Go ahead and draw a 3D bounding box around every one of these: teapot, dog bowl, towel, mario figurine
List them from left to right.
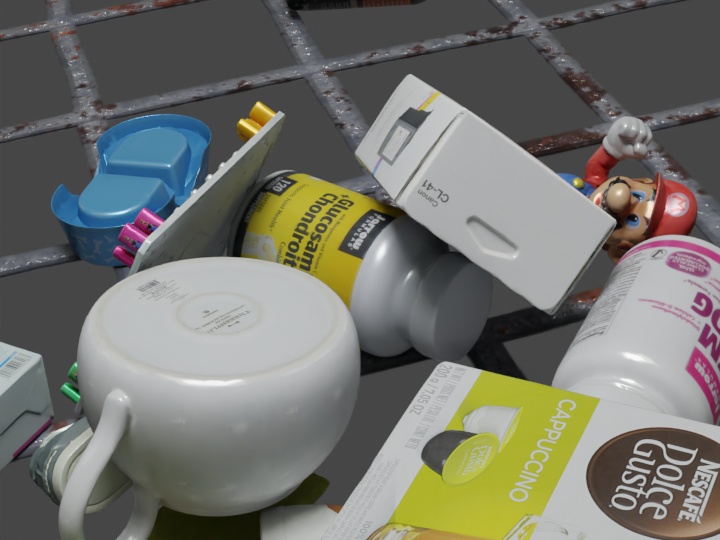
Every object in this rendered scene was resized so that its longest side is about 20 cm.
[{"bbox_3d":[-0.203,-0.074,1.294,0.110,0.050,0.201,5,37,15],"label":"dog bowl"},{"bbox_3d":[-0.108,0.188,0.935,0.085,0.018,0.200,21,41,25],"label":"towel"},{"bbox_3d":[-0.093,0.093,0.923,0.197,0.148,0.198,-1,27,-9],"label":"teapot"},{"bbox_3d":[0.177,-0.060,1.165,0.197,0.125,0.106,7,23,24],"label":"mario figurine"}]

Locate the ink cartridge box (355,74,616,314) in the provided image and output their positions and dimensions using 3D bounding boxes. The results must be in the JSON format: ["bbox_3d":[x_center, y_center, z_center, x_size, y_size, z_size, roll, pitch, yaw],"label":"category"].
[{"bbox_3d":[0.086,-0.062,1.050,0.147,0.086,0.200,34,6,-16],"label":"ink cartridge box"}]

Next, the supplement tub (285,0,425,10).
[{"bbox_3d":[0.009,-0.363,1.617,0.197,0.124,0.123,-3,34,3],"label":"supplement tub"}]

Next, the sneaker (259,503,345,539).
[{"bbox_3d":[-0.014,0.206,0.842,0.083,0.074,0.201,-9,34,-2],"label":"sneaker"}]

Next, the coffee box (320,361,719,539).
[{"bbox_3d":[0.096,0.200,0.724,0.195,0.202,0.200,12,38,23],"label":"coffee box"}]

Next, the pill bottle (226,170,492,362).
[{"bbox_3d":[0.000,0.000,1.103,0.198,0.113,0.112,21,42,33],"label":"pill bottle"}]

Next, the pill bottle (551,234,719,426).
[{"bbox_3d":[0.197,0.073,0.971,0.112,0.115,0.200,12,39,24],"label":"pill bottle"}]

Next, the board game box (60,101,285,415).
[{"bbox_3d":[-0.143,-0.011,1.071,0.026,0.201,0.200,34,43,5],"label":"board game box"}]

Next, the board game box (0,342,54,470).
[{"bbox_3d":[-0.351,0.103,1.046,0.198,0.065,0.148,16,39,25],"label":"board game box"}]

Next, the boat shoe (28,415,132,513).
[{"bbox_3d":[-0.152,0.100,1.017,0.061,0.074,0.199,5,32,45],"label":"boat shoe"}]
